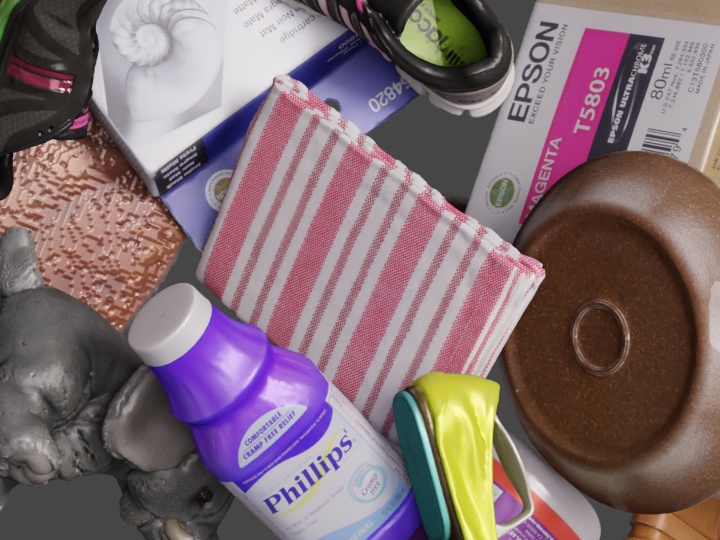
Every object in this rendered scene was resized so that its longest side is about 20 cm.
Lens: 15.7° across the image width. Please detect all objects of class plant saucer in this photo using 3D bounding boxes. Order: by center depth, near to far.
[{"bbox_3d":[0.140,0.035,1.418,0.037,0.200,0.201,-6,88,-45],"label":"plant saucer"}]

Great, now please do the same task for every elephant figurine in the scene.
[{"bbox_3d":[-0.127,0.092,1.493,0.200,0.142,0.155,12,129,-17],"label":"elephant figurine"}]

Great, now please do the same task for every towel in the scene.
[{"bbox_3d":[0.000,0.000,1.484,0.200,0.030,0.146,39,122,22],"label":"towel"}]

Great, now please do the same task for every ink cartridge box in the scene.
[{"bbox_3d":[0.156,-0.066,1.512,0.075,0.165,0.200,24,82,-46],"label":"ink cartridge box"},{"bbox_3d":[-0.074,-0.145,1.544,0.200,0.041,0.200,-38,94,-9],"label":"ink cartridge box"}]

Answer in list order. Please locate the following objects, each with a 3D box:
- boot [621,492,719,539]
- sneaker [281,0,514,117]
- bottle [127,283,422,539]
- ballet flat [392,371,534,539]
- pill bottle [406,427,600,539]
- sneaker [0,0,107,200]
[{"bbox_3d":[0.154,0.186,1.505,0.074,0.200,0.155,20,89,29],"label":"boot"},{"bbox_3d":[0.012,-0.165,1.495,0.200,0.087,0.074,39,80,-5],"label":"sneaker"},{"bbox_3d":[-0.048,0.087,1.430,0.084,0.065,0.200,-42,121,0],"label":"bottle"},{"bbox_3d":[0.066,0.153,1.427,0.067,0.067,0.200,-8,90,-21],"label":"ballet flat"},{"bbox_3d":[0.039,0.188,1.510,0.112,0.112,0.200,42,82,-5],"label":"pill bottle"},{"bbox_3d":[-0.176,-0.118,1.479,0.084,0.077,0.200,40,121,-4],"label":"sneaker"}]
